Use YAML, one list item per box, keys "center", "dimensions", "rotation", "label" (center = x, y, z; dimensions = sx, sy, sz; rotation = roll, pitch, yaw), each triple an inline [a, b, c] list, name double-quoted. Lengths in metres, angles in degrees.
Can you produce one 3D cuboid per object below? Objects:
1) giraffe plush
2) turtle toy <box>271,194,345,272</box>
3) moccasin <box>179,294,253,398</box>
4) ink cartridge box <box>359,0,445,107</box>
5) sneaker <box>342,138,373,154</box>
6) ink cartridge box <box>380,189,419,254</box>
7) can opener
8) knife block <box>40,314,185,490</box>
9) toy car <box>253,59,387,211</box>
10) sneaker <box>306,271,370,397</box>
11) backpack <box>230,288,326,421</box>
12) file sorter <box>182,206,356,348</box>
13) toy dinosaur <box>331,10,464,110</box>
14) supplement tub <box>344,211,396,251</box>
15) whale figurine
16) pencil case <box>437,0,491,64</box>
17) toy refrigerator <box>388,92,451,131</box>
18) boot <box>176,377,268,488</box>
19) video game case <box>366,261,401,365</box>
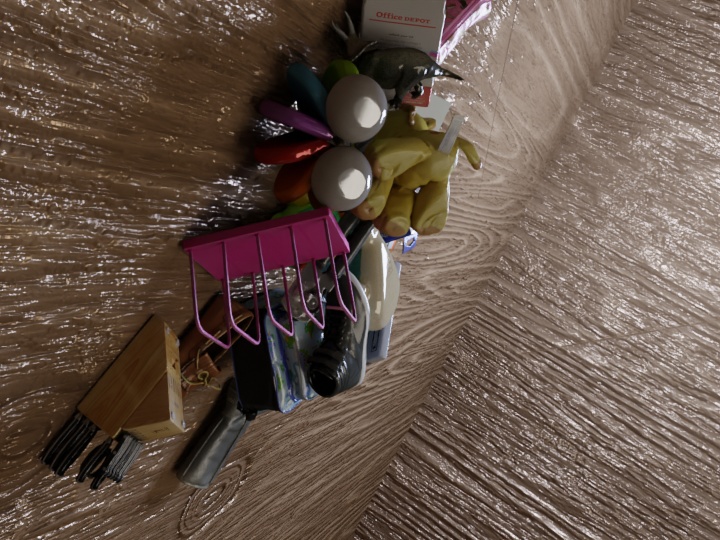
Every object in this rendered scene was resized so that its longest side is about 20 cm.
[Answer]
- center: [0.060, -0.170, 1.090]
  dimensions: [0.171, 0.163, 0.201]
  rotation: [26, 111, -35]
  label: "giraffe plush"
- center: [-0.084, -0.053, 1.175]
  dimensions: [0.147, 0.100, 0.200]
  rotation: [-64, 161, 14]
  label: "turtle toy"
- center: [-0.231, 0.133, 1.105]
  dimensions: [0.202, 0.077, 0.074]
  rotation: [-52, 160, -22]
  label: "moccasin"
- center: [0.057, -0.339, 1.070]
  dimensions: [0.201, 0.115, 0.068]
  rotation: [98, -1, -50]
  label: "ink cartridge box"
- center: [0.014, -0.194, 1.197]
  dimensions: [0.074, 0.080, 0.203]
  rotation: [18, 77, -73]
  label: "sneaker"
- center: [0.069, -0.135, 1.321]
  dimensions: [0.136, 0.076, 0.202]
  rotation: [-30, 102, -54]
  label: "ink cartridge box"
- center: [-0.049, -0.012, 1.116]
  dimensions: [0.201, 0.053, 0.067]
  rotation: [-55, -167, -13]
  label: "can opener"
- center: [-0.323, 0.174, 0.980]
  dimensions: [0.064, 0.173, 0.202]
  rotation: [82, -3, -64]
  label: "knife block"
- center: [-0.065, -0.179, 0.984]
  dimensions: [0.148, 0.175, 0.203]
  rotation: [7, 103, -26]
  label: "toy car"
- center: [-0.037, 0.103, 1.144]
  dimensions: [0.099, 0.070, 0.203]
  rotation: [-31, 124, -56]
  label: "sneaker"
- center: [-0.110, 0.123, 1.241]
  dimensions: [0.200, 0.145, 0.186]
  rotation: [-35, 118, -61]
  label: "backpack"
- center: [-0.114, 0.019, 1.003]
  dimensions: [0.139, 0.197, 0.127]
  rotation: [60, 18, -69]
  label: "file sorter"
- center: [0.049, -0.273, 1.036]
  dimensions: [0.103, 0.197, 0.078]
  rotation: [105, -3, -64]
  label: "toy dinosaur"
- center: [0.004, -0.067, 1.380]
  dimensions: [0.199, 0.106, 0.108]
  rotation: [-14, 131, -65]
  label: "supplement tub"
- center: [0.000, 0.000, 1.235]
  dimensions: [0.159, 0.102, 0.203]
  rotation: [-55, 141, -55]
  label: "whale figurine"
- center: [0.141, -0.407, 1.266]
  dimensions: [0.200, 0.082, 0.087]
  rotation: [-50, 160, -25]
  label: "pencil case"
- center: [0.089, -0.295, 1.308]
  dimensions: [0.071, 0.075, 0.199]
  rotation: [-64, 161, 14]
  label: "toy refrigerator"
- center: [-0.231, 0.299, 1.371]
  dimensions: [0.181, 0.072, 0.202]
  rotation: [27, 86, -58]
  label: "boot"
- center: [0.012, 0.099, 1.515]
  dimensions: [0.182, 0.022, 0.203]
  rotation: [-29, -135, 54]
  label: "video game case"
